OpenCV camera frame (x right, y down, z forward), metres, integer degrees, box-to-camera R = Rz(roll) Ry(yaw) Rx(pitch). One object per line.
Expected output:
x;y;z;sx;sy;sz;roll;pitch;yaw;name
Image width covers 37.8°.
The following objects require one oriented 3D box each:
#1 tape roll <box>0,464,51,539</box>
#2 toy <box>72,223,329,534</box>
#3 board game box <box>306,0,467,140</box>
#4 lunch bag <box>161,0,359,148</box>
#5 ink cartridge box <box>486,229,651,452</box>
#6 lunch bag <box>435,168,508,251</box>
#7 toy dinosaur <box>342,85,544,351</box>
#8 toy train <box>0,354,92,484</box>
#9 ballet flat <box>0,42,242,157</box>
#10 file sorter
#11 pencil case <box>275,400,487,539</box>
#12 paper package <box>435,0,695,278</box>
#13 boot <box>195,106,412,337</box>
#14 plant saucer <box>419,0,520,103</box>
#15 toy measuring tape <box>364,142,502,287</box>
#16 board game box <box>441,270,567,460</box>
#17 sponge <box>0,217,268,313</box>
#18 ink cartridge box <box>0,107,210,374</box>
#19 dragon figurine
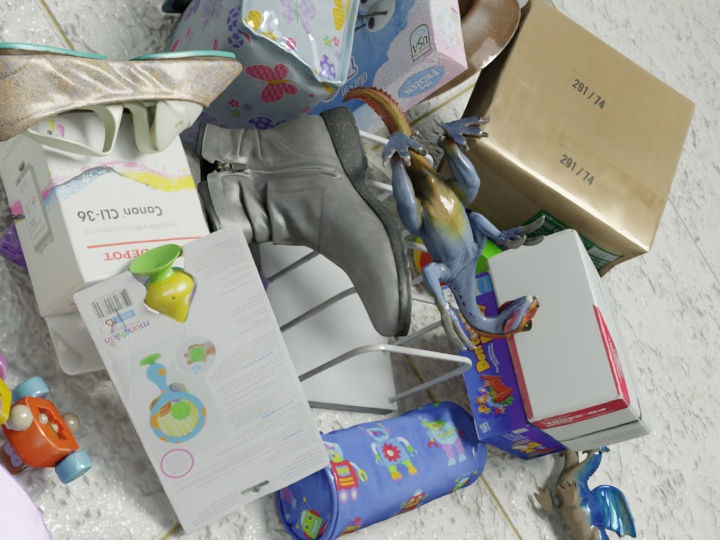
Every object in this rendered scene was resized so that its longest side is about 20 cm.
-0.263;0.187;0.560;0.198;0.065;0.204;24;54;-36;tape roll
-0.105;0.071;0.716;0.113;0.047;0.203;-24;121;-10;toy
0.002;-0.222;0.949;0.043;0.199;0.203;17;56;-39;board game box
-0.088;-0.211;0.876;0.126;0.169;0.203;30;53;-26;lunch bag
0.189;0.071;0.930;0.200;0.082;0.148;39;36;-63;ink cartridge box
0.182;-0.077;1.118;0.199;0.127;0.172;-35;93;-37;lunch bag
0.079;-0.034;0.817;0.201;0.103;0.183;-118;-172;-46;toy dinosaur
-0.248;0.053;0.645;0.055;0.150;0.202;-33;86;-4;toy train
-0.160;-0.110;0.695;0.198;0.067;0.069;-9;91;-41;ballet flat
0.000;0.000;0.883;0.137;0.124;0.204;12;60;-41;file sorter
0.015;0.158;0.848;0.198;0.078;0.087;-7;53;-46;pencil case
0.193;-0.120;1.000;0.198;0.103;0.193;30;65;-9;paper package
-0.046;-0.027;0.765;0.129;0.070;0.202;-12;58;-17;boot
0.055;-0.228;1.006;0.037;0.197;0.202;58;37;-36;plant saucer
0.058;-0.040;1.027;0.199;0.074;0.073;40;41;10;toy measuring tape
0.136;0.094;0.963;0.200;0.044;0.137;36;39;-65;board game box
-0.163;-0.003;0.791;0.199;0.030;0.113;38;45;-23;sponge
-0.173;-0.040;0.728;0.115;0.067;0.203;-8;74;-46;ink cartridge box
0.228;0.245;1.028;0.098;0.059;0.203;-6;72;-46;dragon figurine
